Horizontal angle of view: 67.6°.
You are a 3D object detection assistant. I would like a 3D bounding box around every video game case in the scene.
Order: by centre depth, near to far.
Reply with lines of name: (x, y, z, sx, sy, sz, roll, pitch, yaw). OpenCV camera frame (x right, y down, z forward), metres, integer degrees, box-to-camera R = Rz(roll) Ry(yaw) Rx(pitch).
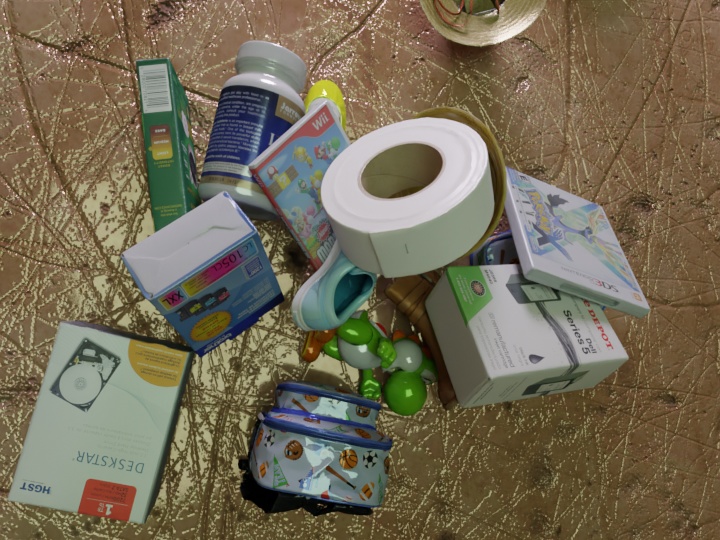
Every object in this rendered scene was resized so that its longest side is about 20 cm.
video game case: (-0.041, -0.092, 0.698, 0.143, 0.017, 0.202, -48, 123, -28)
video game case: (0.274, -0.043, 0.710, 0.179, 0.022, 0.202, 18, 43, -17)

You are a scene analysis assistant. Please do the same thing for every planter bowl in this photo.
planter bowl: (0.128, -0.119, 0.750, 0.083, 0.198, 0.205, -12, 88, -49)

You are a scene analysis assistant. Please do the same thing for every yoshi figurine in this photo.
yoshi figurine: (0.020, 0.131, 0.725, 0.197, 0.112, 0.114, 23, 97, -13)

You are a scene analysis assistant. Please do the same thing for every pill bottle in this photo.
pill bottle: (-0.134, -0.177, 0.697, 0.113, 0.116, 0.204, 12, 84, -12)

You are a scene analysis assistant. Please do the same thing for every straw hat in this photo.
straw hat: (0.174, -0.417, 0.804, 0.196, 0.085, 0.206, 0, 91, -1)

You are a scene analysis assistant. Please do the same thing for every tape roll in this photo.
tape roll: (0.054, -0.091, 0.632, 0.201, 0.202, 0.071, -35, 136, -13)

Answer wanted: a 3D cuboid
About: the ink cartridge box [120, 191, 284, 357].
ink cartridge box: (-0.174, 0.018, 0.653, 0.135, 0.201, 0.077, -34, 66, -14)

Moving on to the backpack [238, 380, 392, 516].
backpack: (-0.044, 0.217, 0.653, 0.196, 0.190, 0.158, 8, 84, -12)

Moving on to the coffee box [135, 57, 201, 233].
coffee box: (-0.233, -0.138, 0.665, 0.043, 0.123, 0.205, -7, 88, -8)

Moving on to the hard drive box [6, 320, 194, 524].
hard drive box: (-0.303, 0.178, 0.653, 0.153, 0.077, 0.204, 14, 83, -11)

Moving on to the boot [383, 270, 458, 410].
boot: (0.096, 0.072, 0.715, 0.155, 0.077, 0.201, 41, 41, -9)

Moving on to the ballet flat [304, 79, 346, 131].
ballet flat: (-0.056, -0.174, 0.740, 0.065, 0.067, 0.204, 13, 83, -11)

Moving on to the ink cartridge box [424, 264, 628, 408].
ink cartridge box: (0.198, 0.073, 0.660, 0.196, 0.085, 0.148, -3, 55, -21)

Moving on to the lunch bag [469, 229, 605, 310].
lunch bag: (0.267, 0.004, 0.803, 0.196, 0.076, 0.164, -13, 87, -13)

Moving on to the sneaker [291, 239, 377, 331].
sneaker: (0.000, 0.000, 0.673, 0.074, 0.081, 0.201, 55, 54, -33)
